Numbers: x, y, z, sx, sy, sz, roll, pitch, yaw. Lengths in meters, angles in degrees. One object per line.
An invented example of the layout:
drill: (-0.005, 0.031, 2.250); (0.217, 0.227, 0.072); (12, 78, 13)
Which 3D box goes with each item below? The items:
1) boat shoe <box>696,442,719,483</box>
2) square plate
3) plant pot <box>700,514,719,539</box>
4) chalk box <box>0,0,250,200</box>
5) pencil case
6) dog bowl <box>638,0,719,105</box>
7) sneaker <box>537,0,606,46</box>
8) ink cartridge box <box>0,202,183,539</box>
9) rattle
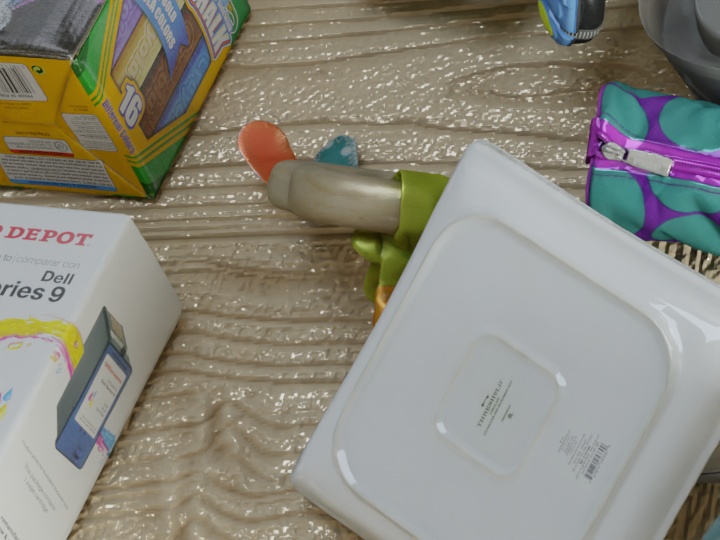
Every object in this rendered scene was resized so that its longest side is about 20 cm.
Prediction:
boat shoe: (0.142, 0.068, 1.284); (0.200, 0.070, 0.071); (-2, 50, 20)
square plate: (0.072, 0.064, 1.271); (0.198, 0.028, 0.200); (34, 101, 35)
plant pot: (0.225, 0.147, 1.118); (0.200, 0.200, 0.134); (-10, 21, 14)
chalk box: (-0.154, -0.158, 1.570); (0.124, 0.124, 0.200); (6, 53, 28)
pencil case: (0.208, -0.040, 1.334); (0.200, 0.092, 0.085); (10, 90, 28)
dog bowl: (0.250, -0.145, 1.411); (0.200, 0.059, 0.200); (-18, 35, 13)
sneaker: (0.148, -0.207, 1.444); (0.083, 0.071, 0.200); (24, 65, -4)
ink cartridge box: (-0.204, 0.064, 1.421); (0.145, 0.088, 0.200); (7, 52, 28)
rattle: (0.000, 0.000, 1.432); (0.130, 0.143, 0.200); (-19, 18, -40)
